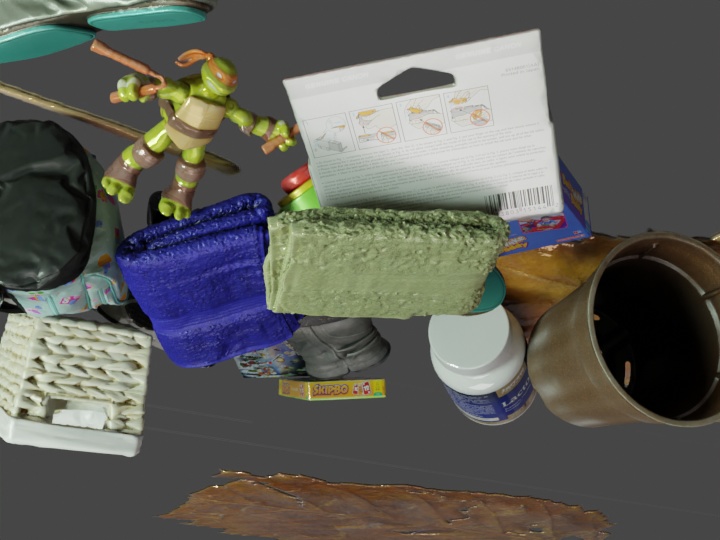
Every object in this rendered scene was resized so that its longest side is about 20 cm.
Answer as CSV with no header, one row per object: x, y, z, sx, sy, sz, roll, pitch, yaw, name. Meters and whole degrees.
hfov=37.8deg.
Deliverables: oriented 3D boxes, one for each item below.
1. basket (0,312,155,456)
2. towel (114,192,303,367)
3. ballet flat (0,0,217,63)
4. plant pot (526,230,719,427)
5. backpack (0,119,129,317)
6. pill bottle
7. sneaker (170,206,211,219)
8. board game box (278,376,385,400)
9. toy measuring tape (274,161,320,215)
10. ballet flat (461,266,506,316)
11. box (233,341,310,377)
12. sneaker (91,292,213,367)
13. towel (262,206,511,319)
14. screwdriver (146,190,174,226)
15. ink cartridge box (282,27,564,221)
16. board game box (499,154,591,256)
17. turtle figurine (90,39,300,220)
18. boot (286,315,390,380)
-0.303,0.110,1.083,0.134,0.125,0.200,12,175,-26,basket
-0.130,0.020,0.971,0.146,0.050,0.201,-20,147,-5,towel
-0.186,-0.186,0.706,0.198,0.064,0.067,-6,180,20,ballet flat
0.287,0.083,1.141,0.198,0.202,0.198,8,162,-16,plant pot
-0.275,-0.027,0.943,0.125,0.169,0.200,0,162,-7,backpack
0.146,0.105,1.262,0.114,0.117,0.200,-6,155,14,pill bottle
-0.144,0.003,1.056,0.077,0.087,0.200,-23,158,7,sneaker
-0.041,0.147,1.318,0.095,0.030,0.200,-1,173,-15,board game box
-0.064,-0.050,0.975,0.073,0.074,0.199,20,146,-36,toy measuring tape
0.047,-0.003,1.001,0.198,0.071,0.065,17,177,-28,ballet flat
-0.096,0.082,1.307,0.135,0.040,0.200,-3,155,4,box
-0.234,0.056,1.237,0.079,0.074,0.200,2,155,33,sneaker
0.017,-0.006,0.883,0.198,0.037,0.149,1,150,-8,towel
-0.202,-0.024,1.089,0.029,0.028,0.200,28,153,9,screwdriver
0.054,-0.108,0.839,0.198,0.045,0.177,-9,131,8,ink cartridge box
0.102,-0.057,0.996,0.198,0.045,0.134,-12,152,26,board game box
-0.145,-0.119,0.835,0.199,0.065,0.161,9,136,-39,turtle figurine
-0.073,0.079,1.187,0.198,0.070,0.132,-5,137,13,boot
